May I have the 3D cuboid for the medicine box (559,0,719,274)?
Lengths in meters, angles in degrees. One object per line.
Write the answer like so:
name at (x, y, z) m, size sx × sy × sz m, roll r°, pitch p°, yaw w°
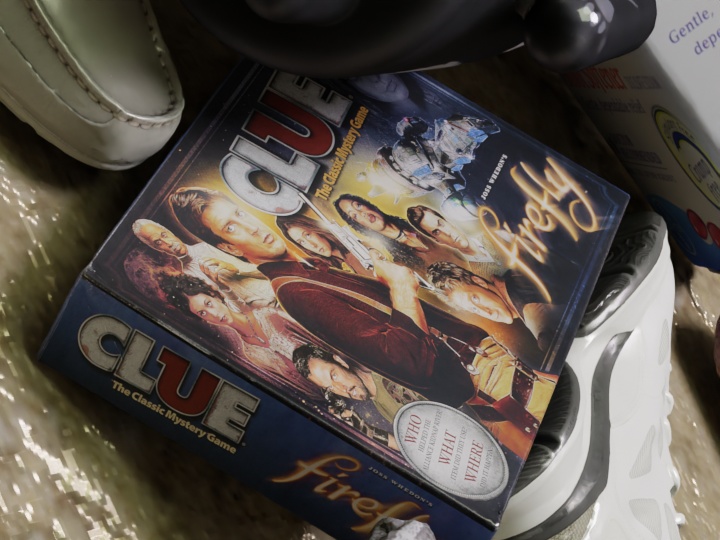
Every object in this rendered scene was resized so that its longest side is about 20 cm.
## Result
medicine box at (0.133, -0.102, 1.012) m, size 0.200 × 0.103 × 0.182 m, roll 53°, pitch -4°, yaw -8°

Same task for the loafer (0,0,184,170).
loafer at (-0.105, -0.125, 0.779) m, size 0.201 × 0.070 × 0.070 m, roll 59°, pitch 30°, yaw 2°

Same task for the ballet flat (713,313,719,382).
ballet flat at (0.192, 0.099, 1.042) m, size 0.071 × 0.069 × 0.201 m, roll 42°, pitch 28°, yaw -64°

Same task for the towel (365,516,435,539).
towel at (0.013, 0.167, 0.636) m, size 0.165 × 0.086 × 0.200 m, roll 42°, pitch 31°, yaw 0°

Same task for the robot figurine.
robot figurine at (0.008, -0.120, 0.820) m, size 0.200 × 0.124 × 0.151 m, roll -17°, pitch 90°, yaw -66°

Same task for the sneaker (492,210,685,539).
sneaker at (0.079, 0.068, 0.904) m, size 0.116 × 0.075 × 0.201 m, roll 63°, pitch 28°, yaw -20°

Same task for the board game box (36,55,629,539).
board game box at (0.000, 0.000, 0.811) m, size 0.135 × 0.035 × 0.200 m, roll 30°, pitch 33°, yaw -1°
